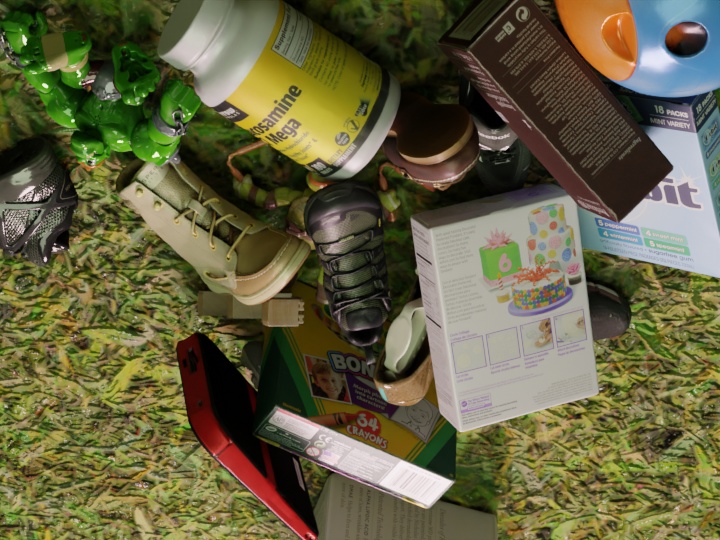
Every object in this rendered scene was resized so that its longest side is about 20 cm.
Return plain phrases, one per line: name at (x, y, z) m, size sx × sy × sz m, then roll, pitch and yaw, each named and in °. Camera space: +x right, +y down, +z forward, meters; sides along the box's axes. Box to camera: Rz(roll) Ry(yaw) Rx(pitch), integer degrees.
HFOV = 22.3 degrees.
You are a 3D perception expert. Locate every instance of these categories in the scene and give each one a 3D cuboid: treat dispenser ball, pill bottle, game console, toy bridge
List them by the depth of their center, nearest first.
treat dispenser ball at (0.253, -0.241, 1.468) m, size 0.199 × 0.202 × 0.202 m, roll 2°, pitch 131°, yaw 2°
pill bottle at (-0.073, -0.171, 1.603) m, size 0.199 × 0.113 × 0.112 m, roll 31°, pitch 126°, yaw -22°
toy bridge at (-0.095, 0.034, 1.764) m, size 0.067 × 0.200 × 0.027 m, roll 0°, pitch 92°, yaw -24°
game console at (-0.112, 0.160, 1.784) m, size 0.031 × 0.200 × 0.177 m, roll -34°, pitch 117°, yaw 8°

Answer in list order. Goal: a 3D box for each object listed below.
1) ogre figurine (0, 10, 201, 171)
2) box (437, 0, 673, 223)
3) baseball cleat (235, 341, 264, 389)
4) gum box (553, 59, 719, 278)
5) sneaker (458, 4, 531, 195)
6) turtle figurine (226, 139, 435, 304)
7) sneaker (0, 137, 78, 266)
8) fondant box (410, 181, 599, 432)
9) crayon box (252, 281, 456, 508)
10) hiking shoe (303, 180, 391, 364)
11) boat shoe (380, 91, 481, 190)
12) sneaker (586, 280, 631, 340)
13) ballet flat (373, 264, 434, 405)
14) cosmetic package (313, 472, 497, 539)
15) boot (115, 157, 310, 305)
ogre figurine at (-0.225, -0.154, 1.629) m, size 0.199 × 0.099 × 0.120 m, roll 6°, pitch 147°, yaw 9°
box at (0.161, -0.139, 1.530) m, size 0.075 × 0.100 × 0.200 m, roll -45°, pitch 106°, yaw -2°
baseball cleat at (-0.036, 0.123, 1.899) m, size 0.106 × 0.070 × 0.200 m, roll -35°, pitch 124°, yaw 10°
gum box at (0.250, -0.093, 1.645) m, size 0.169 × 0.045 × 0.201 m, roll 14°, pitch 141°, yaw 37°
sneaker at (0.118, -0.134, 1.639) m, size 0.066 × 0.091 × 0.201 m, roll -4°, pitch 131°, yaw 7°
turtle figurine at (-0.033, -0.042, 1.744) m, size 0.199 × 0.065 × 0.162 m, roll 6°, pitch 131°, yaw -2°
sneaker at (-0.354, -0.040, 1.756) m, size 0.199 × 0.076 × 0.115 m, roll -24°, pitch 119°, yaw 15°
fondant box at (0.135, 0.033, 1.694) m, size 0.143 × 0.058 × 0.201 m, roll -14°, pitch 109°, yaw -14°
crayon box at (-0.001, 0.121, 1.811) m, size 0.199 × 0.173 × 0.058 m, roll 24°, pitch 132°, yaw -18°
hiking shoe at (0.000, 0.000, 1.669) m, size 0.075 × 0.101 × 0.200 m, roll -19°, pitch 146°, yaw -4°
boat shoe at (0.065, -0.107, 1.604) m, size 0.070 × 0.200 × 0.071 m, roll -32°, pitch 110°, yaw -3°
sneaker at (0.169, 0.066, 1.792) m, size 0.199 × 0.116 × 0.076 m, roll 7°, pitch 131°, yaw -2°
ballet flat at (0.065, 0.033, 1.735) m, size 0.068 × 0.201 × 0.072 m, roll 28°, pitch 180°, yaw 28°
cosmetic package at (0.032, 0.356, 2.018) m, size 0.199 × 0.166 × 0.165 m, roll 16°, pitch 131°, yaw -10°
boot at (-0.140, -0.047, 1.684) m, size 0.155 × 0.073 × 0.200 m, roll 46°, pitch 164°, yaw -21°
